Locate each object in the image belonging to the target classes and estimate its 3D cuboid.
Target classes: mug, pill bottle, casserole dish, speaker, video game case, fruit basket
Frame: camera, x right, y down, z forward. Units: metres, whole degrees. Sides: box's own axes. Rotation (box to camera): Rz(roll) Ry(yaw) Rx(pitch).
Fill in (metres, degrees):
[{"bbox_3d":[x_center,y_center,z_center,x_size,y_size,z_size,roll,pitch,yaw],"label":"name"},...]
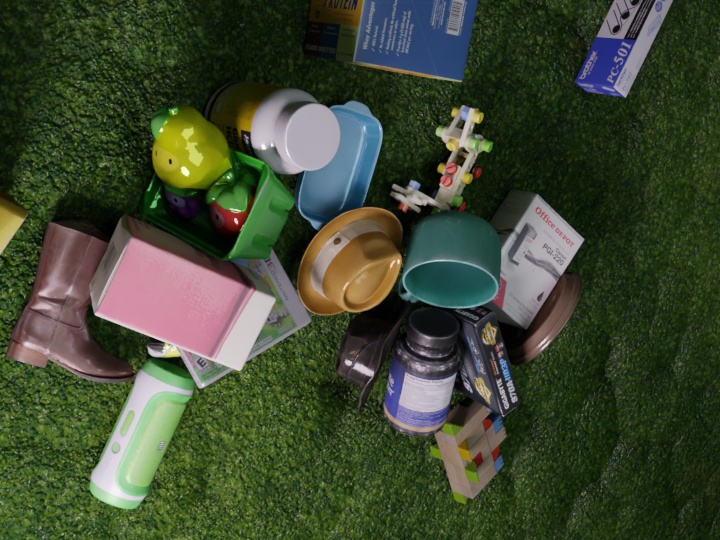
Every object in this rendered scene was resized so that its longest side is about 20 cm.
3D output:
[{"bbox_3d":[0.134,-0.024,1.503,0.152,0.184,0.115,57,37,-52],"label":"mug"},{"bbox_3d":[-0.117,-0.189,1.248,0.112,0.200,0.113,-11,110,-34],"label":"pill bottle"},{"bbox_3d":[-0.038,-0.159,1.420,0.121,0.039,0.201,11,99,-38],"label":"casserole dish"},{"bbox_3d":[-0.307,0.229,1.325,0.088,0.088,0.200,24,90,-38],"label":"speaker"},{"bbox_3d":[-0.188,0.038,1.321,0.200,0.022,0.182,-31,93,-33],"label":"video game case"},{"bbox_3d":[-0.208,-0.115,1.208,0.215,0.215,0.156,25,90,-38],"label":"fruit basket"},{"bbox_3d":[0.105,0.166,1.554,0.112,0.112,0.200,-13,128,-32],"label":"pill bottle"}]

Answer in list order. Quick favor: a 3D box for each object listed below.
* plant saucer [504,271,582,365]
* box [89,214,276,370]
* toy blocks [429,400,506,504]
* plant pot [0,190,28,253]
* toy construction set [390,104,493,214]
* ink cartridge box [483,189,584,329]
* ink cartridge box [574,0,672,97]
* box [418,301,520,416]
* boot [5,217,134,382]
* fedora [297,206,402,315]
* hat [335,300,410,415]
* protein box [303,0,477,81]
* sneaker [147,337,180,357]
[{"bbox_3d":[0.319,0.080,1.672,0.029,0.200,0.200,35,83,-9],"label":"plant saucer"},{"bbox_3d":[-0.227,0.027,1.190,0.200,0.128,0.109,24,96,-24],"label":"box"},{"bbox_3d":[0.212,0.315,1.731,0.137,0.100,0.200,-38,123,-33],"label":"toy blocks"},{"bbox_3d":[-0.509,-0.041,1.033,0.176,0.200,0.200,37,83,-27],"label":"plant pot"},{"bbox_3d":[0.139,-0.162,1.509,0.200,0.092,0.131,-51,156,2],"label":"toy construction set"},{"bbox_3d":[0.279,-0.020,1.653,0.146,0.085,0.200,38,80,-28],"label":"ink cartridge box"},{"bbox_3d":[0.467,-0.409,1.665,0.044,0.094,0.200,27,88,-38],"label":"ink cartridge box"},{"bbox_3d":[0.185,0.135,1.599,0.046,0.159,0.200,-33,122,-22],"label":"box"},{"bbox_3d":[-0.354,0.040,1.250,0.186,0.064,0.201,20,88,-40],"label":"boot"},{"bbox_3d":[0.000,0.000,1.446,0.200,0.082,0.201,-23,134,-26],"label":"fedora"},{"bbox_3d":[0.006,0.126,1.510,0.081,0.201,0.201,24,91,6],"label":"hat"},{"bbox_3d":[0.049,-0.388,1.345,0.200,0.135,0.199,1,105,-36],"label":"protein box"},{"bbox_3d":[-0.209,0.103,1.362,0.199,0.075,0.077,-11,117,-28],"label":"sneaker"}]
